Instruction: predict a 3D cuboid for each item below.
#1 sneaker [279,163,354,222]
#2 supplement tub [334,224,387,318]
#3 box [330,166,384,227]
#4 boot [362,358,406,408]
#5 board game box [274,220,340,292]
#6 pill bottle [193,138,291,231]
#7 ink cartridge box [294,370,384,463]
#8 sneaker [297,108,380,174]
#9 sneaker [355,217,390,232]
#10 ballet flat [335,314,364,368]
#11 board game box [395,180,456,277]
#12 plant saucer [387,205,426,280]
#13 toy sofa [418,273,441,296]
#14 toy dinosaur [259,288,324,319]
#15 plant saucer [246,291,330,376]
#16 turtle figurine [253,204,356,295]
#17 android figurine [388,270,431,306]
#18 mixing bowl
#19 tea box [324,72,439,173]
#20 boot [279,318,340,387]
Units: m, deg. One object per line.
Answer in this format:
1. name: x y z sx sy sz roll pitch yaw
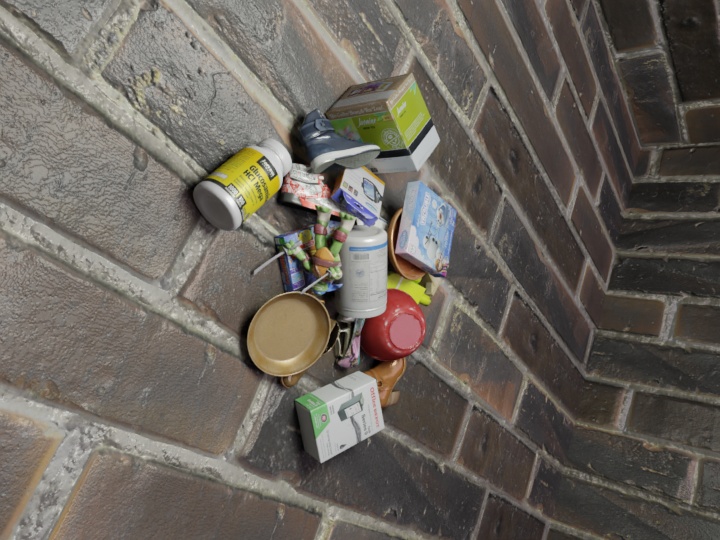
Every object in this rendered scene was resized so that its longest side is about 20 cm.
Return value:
1. sneaker: -0.088 -0.184 1.308 0.201 0.067 0.108 15 81 -31
2. supplement tub: 0.000 0.000 1.350 0.132 0.132 0.201 -22 119 -46
3. box: -0.004 -0.187 1.332 0.119 0.041 0.200 37 34 -17
4. boot: 0.048 0.283 1.538 0.154 0.074 0.201 8 82 -43
5. board game box: -0.111 -0.042 1.344 0.200 0.034 0.136 -24 112 -45
6. pill bottle: -0.231 -0.180 1.131 0.200 0.112 0.113 -51 129 -33
7. ink cartridge box: -0.049 0.359 1.388 0.200 0.084 0.146 -20 108 -32
8. sneaker: -0.054 -0.310 1.301 0.202 0.077 0.147 -16 72 -39
9. sneaker: 0.008 -0.108 1.454 0.115 0.080 0.200 -54 124 -26
10. ballet flat: -0.030 0.153 1.444 0.071 0.069 0.201 9 87 -30
11. board game box: 0.180 -0.106 1.490 0.199 0.043 0.201 27 69 -46
12. plant saucer: 0.129 -0.074 1.491 0.200 0.037 0.201 2 88 -50
13. toy sofa: 0.164 -0.026 1.630 0.098 0.083 0.200 -58 132 -34
14. toy dinosaur: -0.150 0.095 1.313 0.200 0.060 0.106 -37 111 -26
15. plant saucer: -0.164 0.139 1.256 0.200 0.035 0.201 -9 110 -27
16. turtle figurine: -0.095 -0.042 1.211 0.199 0.144 0.195 15 94 -32
17. android figurine: 0.102 0.077 1.559 0.200 0.041 0.183 25 91 -27
18. mixing bowl: 0.098 0.152 1.475 0.199 0.108 0.201 -2 95 -22
19. tea box: 0.057 -0.356 1.382 0.134 0.200 0.197 -54 129 -31
20. boot: -0.120 0.193 1.328 0.200 0.075 0.074 -58 135 -26
